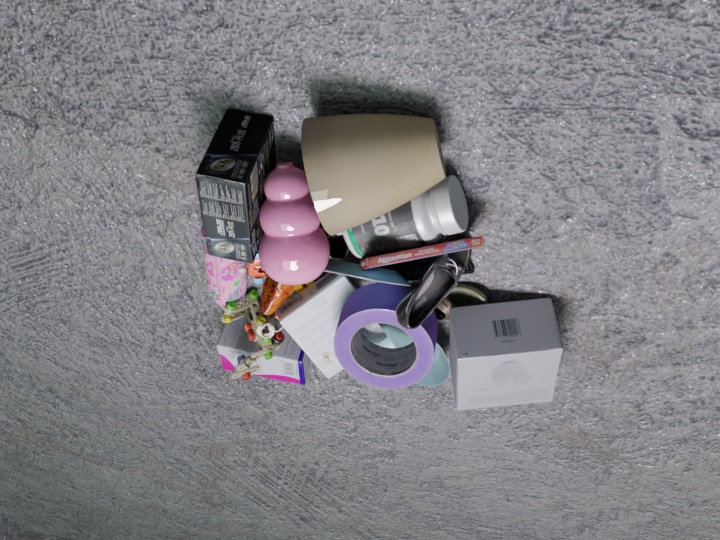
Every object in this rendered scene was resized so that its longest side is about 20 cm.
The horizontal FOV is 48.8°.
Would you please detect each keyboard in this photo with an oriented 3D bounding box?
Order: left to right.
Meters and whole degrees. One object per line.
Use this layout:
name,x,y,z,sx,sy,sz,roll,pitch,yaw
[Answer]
keyboard,0.109,-0.007,1.503,0.198,0.040,0.104,-8,136,27

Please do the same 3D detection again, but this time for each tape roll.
tape roll,0.051,0.128,1.546,0.197,0.085,0.202,6,127,8

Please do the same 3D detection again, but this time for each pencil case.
pencil case,-0.272,-0.018,1.590,0.086,0.088,0.201,13,141,4

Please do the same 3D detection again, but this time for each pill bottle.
pill bottle,0.075,-0.093,1.346,0.198,0.114,0.114,-12,134,25

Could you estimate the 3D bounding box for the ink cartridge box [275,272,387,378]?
ink cartridge box,-0.056,0.109,1.624,0.159,0.047,0.201,-35,128,1

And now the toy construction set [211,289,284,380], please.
toy construction set,-0.240,0.128,1.691,0.130,0.203,0.092,-7,167,-32

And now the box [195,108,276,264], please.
box,-0.205,-0.141,1.351,0.085,0.165,0.201,11,142,5

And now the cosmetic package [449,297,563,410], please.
cosmetic package,0.277,0.166,1.548,0.196,0.124,0.201,-5,141,2

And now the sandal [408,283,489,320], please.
sandal,0.157,0.071,1.565,0.198,0.058,0.080,-2,139,22

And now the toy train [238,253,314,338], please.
toy train,-0.166,0.036,1.610,0.148,0.056,0.202,-6,121,-7

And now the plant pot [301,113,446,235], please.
plant pot,0.028,-0.169,1.243,0.197,0.189,0.188,-12,136,11

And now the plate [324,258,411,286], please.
plate,0.000,0.000,1.464,0.197,0.026,0.200,10,-179,0

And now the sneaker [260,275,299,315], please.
sneaker,-0.131,0.012,1.530,0.076,0.073,0.201,21,117,-32

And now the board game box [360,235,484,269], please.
board game box,0.103,-0.030,1.346,0.197,0.020,0.103,-11,-179,-7

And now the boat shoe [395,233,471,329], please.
boat shoe,0.139,0.025,1.422,0.067,0.057,0.201,37,93,-19

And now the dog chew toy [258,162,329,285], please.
dog chew toy,-0.118,-0.081,1.346,0.123,0.125,0.203,0,108,19

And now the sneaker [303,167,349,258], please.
sneaker,-0.050,-0.104,1.403,0.075,0.088,0.201,-2,137,25

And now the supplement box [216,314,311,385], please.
supplement box,-0.211,0.175,1.788,0.197,0.104,0.102,9,143,7

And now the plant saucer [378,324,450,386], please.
plant saucer,0.109,0.162,1.684,0.199,0.039,0.202,24,144,19
